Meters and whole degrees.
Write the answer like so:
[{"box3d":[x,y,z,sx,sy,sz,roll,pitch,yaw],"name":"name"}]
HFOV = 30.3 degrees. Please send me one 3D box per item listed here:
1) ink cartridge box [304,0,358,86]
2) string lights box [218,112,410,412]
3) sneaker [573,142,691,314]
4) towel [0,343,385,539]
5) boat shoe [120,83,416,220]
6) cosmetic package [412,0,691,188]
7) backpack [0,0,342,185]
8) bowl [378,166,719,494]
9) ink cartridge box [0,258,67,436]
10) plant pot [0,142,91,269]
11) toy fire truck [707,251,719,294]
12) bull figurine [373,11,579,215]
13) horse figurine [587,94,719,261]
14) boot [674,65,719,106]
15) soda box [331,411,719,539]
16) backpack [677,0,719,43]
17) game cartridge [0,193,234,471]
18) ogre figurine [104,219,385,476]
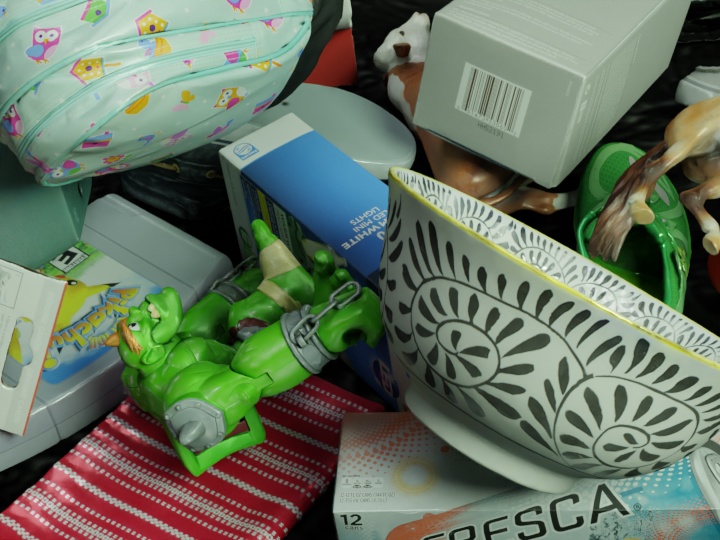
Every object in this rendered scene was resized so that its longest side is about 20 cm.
[{"box3d":[-0.085,-0.166,0.922,0.160,0.200,0.050,-7,58,2],"name":"ink cartridge box"},{"box3d":[0.000,0.000,0.782,0.059,0.103,0.200,-30,46,-22],"name":"string lights box"},{"box3d":[0.163,-0.014,0.785,0.074,0.084,0.200,1,44,7],"name":"sneaker"},{"box3d":[-0.099,0.114,0.734,0.144,0.023,0.200,22,50,29],"name":"towel"},{"box3d":[-0.066,-0.076,0.901,0.200,0.091,0.071,12,44,1],"name":"boat shoe"},{"box3d":[0.130,-0.147,0.857,0.107,0.090,0.200,27,39,21],"name":"cosmetic package"},{"box3d":[-0.118,-0.129,0.742,0.200,0.167,0.127,-21,74,-39],"name":"backpack"},{"box3d":[0.080,0.040,0.612,0.201,0.201,0.094,35,100,37],"name":"bowl"},{"box3d":[-0.260,0.004,0.736,0.200,0.109,0.050,21,25,-2],"name":"ink cartridge box"},{"box3d":[-0.280,-0.055,0.836,0.199,0.142,0.141,-12,31,1],"name":"plant pot"},{"box3d":[0.300,0.009,0.738,0.168,0.112,0.200,13,41,-12],"name":"toy fire truck"},{"box3d":[0.082,-0.106,0.913,0.121,0.065,0.200,-7,46,-8],"name":"bull figurine"},{"box3d":[0.209,-0.058,0.669,0.200,0.050,0.133,-10,29,27],"name":"horse figurine"},{"box3d":[0.287,-0.137,0.853,0.073,0.096,0.200,3,12,-32],"name":"boot"},{"box3d":[0.087,0.114,0.672,0.199,0.064,0.068,-2,42,8],"name":"soda box"},{"box3d":[0.253,-0.257,1.009,0.199,0.127,0.167,-3,39,2],"name":"backpack"},{"box3d":[-0.181,0.033,0.828,0.133,0.041,0.200,29,54,30],"name":"game cartridge"},{"box3d":[-0.064,0.042,0.709,0.120,0.098,0.200,-38,35,-14],"name":"ogre figurine"}]
